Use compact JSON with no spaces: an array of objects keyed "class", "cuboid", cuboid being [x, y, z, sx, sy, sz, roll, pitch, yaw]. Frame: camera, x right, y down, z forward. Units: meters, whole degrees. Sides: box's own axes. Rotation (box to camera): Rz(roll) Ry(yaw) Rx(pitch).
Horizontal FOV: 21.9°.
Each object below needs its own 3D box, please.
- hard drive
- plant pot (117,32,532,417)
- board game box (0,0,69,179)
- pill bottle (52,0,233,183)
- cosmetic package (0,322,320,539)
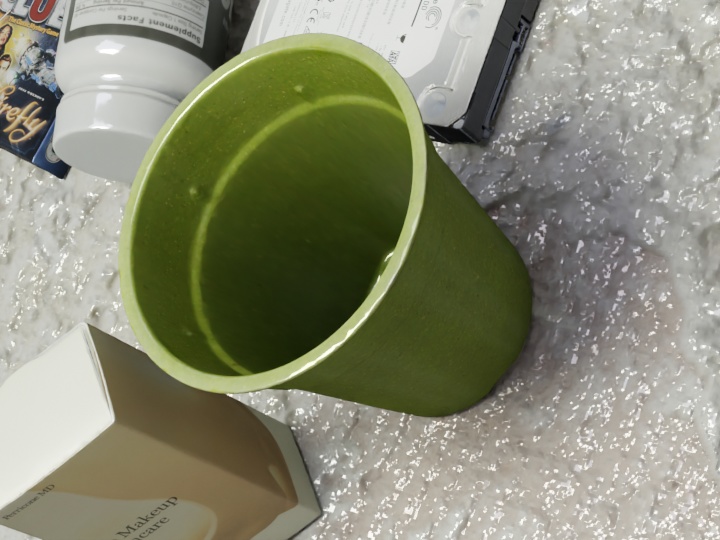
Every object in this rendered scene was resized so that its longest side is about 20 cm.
[{"class":"hard drive","cuboid":[0.016,-0.160,1.200,0.199,0.038,0.140,14,79,38]},{"class":"plant pot","cuboid":[0.000,0.000,1.042,0.199,0.190,0.201,-15,61,30]},{"class":"board game box","cuboid":[-0.262,-0.163,1.401,0.199,0.035,0.136,25,86,40]},{"class":"pill bottle","cuboid":[-0.146,-0.168,1.269,0.113,0.114,0.201,-6,67,33]},{"class":"cosmetic package","cuboid":[-0.124,0.114,1.073,0.105,0.200,0.071,-37,53,17]}]
